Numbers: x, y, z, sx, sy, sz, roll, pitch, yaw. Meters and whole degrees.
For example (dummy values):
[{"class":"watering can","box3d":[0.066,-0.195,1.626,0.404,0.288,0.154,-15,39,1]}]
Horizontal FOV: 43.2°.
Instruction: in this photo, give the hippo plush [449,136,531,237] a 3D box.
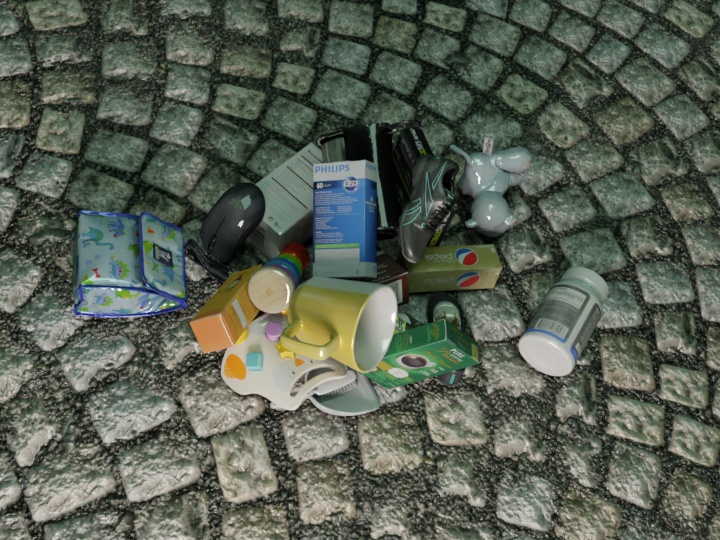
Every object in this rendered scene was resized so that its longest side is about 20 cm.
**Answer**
[{"class":"hippo plush","box3d":[0.279,-0.157,1.837,0.158,0.200,0.162,-12,70,7]}]

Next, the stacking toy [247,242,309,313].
[{"class":"stacking toy","box3d":[-0.139,0.003,1.647,0.085,0.086,0.200,22,22,2]}]

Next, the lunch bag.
[{"class":"lunch bag","box3d":[-0.416,-0.010,1.651,0.199,0.128,0.171,5,57,-23]}]

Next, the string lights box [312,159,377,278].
[{"class":"string lights box","box3d":[-0.027,-0.087,1.584,0.102,0.059,0.201,-1,87,25]}]

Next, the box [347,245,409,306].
[{"class":"box","box3d":[0.000,0.000,1.699,0.100,0.075,0.200,-20,35,-22]}]

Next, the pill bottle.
[{"class":"pill bottle","box3d":[0.396,0.094,1.750,0.113,0.114,0.200,33,60,8]}]

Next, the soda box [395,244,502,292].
[{"class":"soda box","box3d":[0.170,-0.004,1.779,0.199,0.068,0.064,-3,52,-16]}]

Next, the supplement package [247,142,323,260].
[{"class":"supplement package","box3d":[-0.130,-0.130,1.771,0.117,0.117,0.200,41,61,15]}]

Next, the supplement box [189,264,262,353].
[{"class":"supplement box","box3d":[-0.221,0.063,1.584,0.066,0.069,0.200,-15,22,22]}]

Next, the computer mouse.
[{"class":"computer mouse","box3d":[-0.247,-0.072,1.678,0.138,0.201,0.053,39,19,17]}]

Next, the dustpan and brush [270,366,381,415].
[{"class":"dustpan and brush","box3d":[-0.072,0.213,1.621,0.199,0.057,0.140,-20,67,-21]}]

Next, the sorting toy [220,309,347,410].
[{"class":"sorting toy","box3d":[-0.121,0.159,1.589,0.199,0.107,0.180,-31,50,-24]}]

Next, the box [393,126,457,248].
[{"class":"box","box3d":[0.111,-0.147,1.785,0.047,0.193,0.201,-14,63,-17]}]

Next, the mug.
[{"class":"mug","box3d":[-0.046,0.075,1.516,0.152,0.186,0.150,16,86,27]}]

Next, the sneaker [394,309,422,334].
[{"class":"sneaker","box3d":[0.062,0.114,1.702,0.200,0.076,0.076,38,69,26]}]

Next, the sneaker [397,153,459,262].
[{"class":"sneaker","box3d":[0.122,-0.111,1.629,0.079,0.075,0.201,10,86,32]}]

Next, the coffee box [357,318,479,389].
[{"class":"coffee box","box3d":[0.096,0.149,1.598,0.123,0.199,0.044,35,45,-43]}]

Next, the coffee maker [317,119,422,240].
[{"class":"coffee maker","box3d":[0.021,-0.159,1.659,0.134,0.191,0.201,-1,81,-51]}]

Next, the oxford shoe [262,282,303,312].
[{"class":"oxford shoe","box3d":[-0.131,0.042,1.698,0.199,0.074,0.071,9,62,-5]}]

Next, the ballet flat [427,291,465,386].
[{"class":"ballet flat","box3d":[0.168,0.118,1.718,0.073,0.073,0.201,3,60,-9]}]
